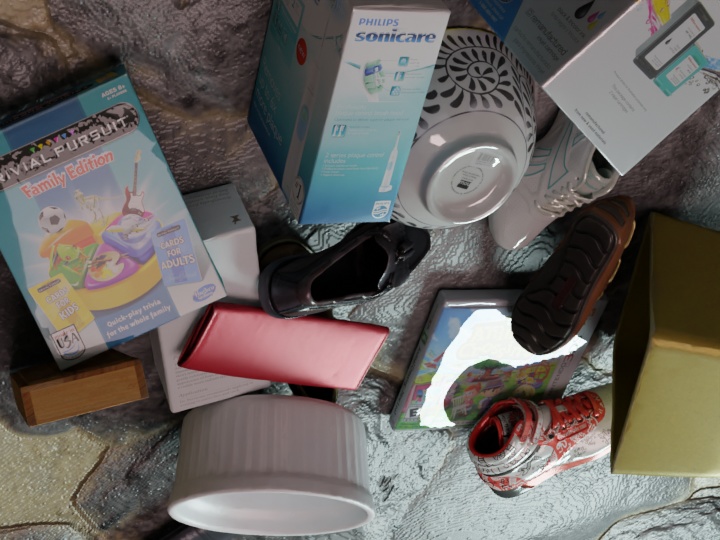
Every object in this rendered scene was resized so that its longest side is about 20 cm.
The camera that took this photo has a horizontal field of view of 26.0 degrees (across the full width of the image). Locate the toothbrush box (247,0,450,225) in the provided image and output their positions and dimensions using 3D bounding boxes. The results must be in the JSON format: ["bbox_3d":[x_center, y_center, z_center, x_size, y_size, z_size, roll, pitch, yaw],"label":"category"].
[{"bbox_3d":[-0.015,-0.159,1.236,0.085,0.147,0.201,-2,131,-24],"label":"toothbrush box"}]

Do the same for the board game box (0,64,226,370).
[{"bbox_3d":[-0.216,-0.041,1.255,0.150,0.047,0.201,-25,110,-4],"label":"board game box"}]

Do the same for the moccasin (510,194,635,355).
[{"bbox_3d":[0.208,0.005,1.521,0.078,0.073,0.202,-33,152,-47],"label":"moccasin"}]

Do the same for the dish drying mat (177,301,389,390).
[{"bbox_3d":[-0.067,0.069,1.411,0.199,0.018,0.077,9,119,-39],"label":"dish drying mat"}]

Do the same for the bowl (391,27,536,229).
[{"bbox_3d":[0.082,-0.103,1.372,0.199,0.094,0.202,-14,135,-15],"label":"bowl"}]

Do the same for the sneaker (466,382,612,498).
[{"bbox_3d":[0.208,0.164,1.667,0.200,0.067,0.108,-31,139,6],"label":"sneaker"}]

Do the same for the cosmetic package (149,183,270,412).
[{"bbox_3d":[-0.142,0.027,1.397,0.101,0.074,0.201,-14,132,-14],"label":"cosmetic package"}]

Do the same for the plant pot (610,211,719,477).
[{"bbox_3d":[0.367,0.088,1.562,0.198,0.196,0.195,10,131,3],"label":"plant pot"}]

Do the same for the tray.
[{"bbox_3d":[-0.246,0.097,1.338,0.098,0.200,0.037,-14,94,-15],"label":"tray"}]

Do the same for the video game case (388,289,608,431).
[{"bbox_3d":[0.144,0.095,1.634,0.198,0.022,0.183,0,129,-26],"label":"video game case"}]

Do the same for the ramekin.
[{"bbox_3d":[-0.085,0.189,1.500,0.198,0.099,0.201,0,159,0],"label":"ramekin"}]

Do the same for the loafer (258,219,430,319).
[{"bbox_3d":[0.000,0.000,1.396,0.199,0.063,0.073,-21,104,-40],"label":"loafer"}]

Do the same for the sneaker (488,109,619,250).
[{"bbox_3d":[0.190,-0.089,1.449,0.070,0.080,0.201,14,124,-37],"label":"sneaker"}]

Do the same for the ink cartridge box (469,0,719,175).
[{"bbox_3d":[0.227,-0.219,1.294,0.200,0.147,0.146,-42,134,10],"label":"ink cartridge box"}]

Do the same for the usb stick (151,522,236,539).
[{"bbox_3d":[-0.198,0.296,1.642,0.199,0.033,0.056,-33,137,5],"label":"usb stick"}]

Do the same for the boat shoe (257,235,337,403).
[{"bbox_3d":[-0.050,0.054,1.467,0.071,0.068,0.201,-22,136,-6],"label":"boat shoe"}]
